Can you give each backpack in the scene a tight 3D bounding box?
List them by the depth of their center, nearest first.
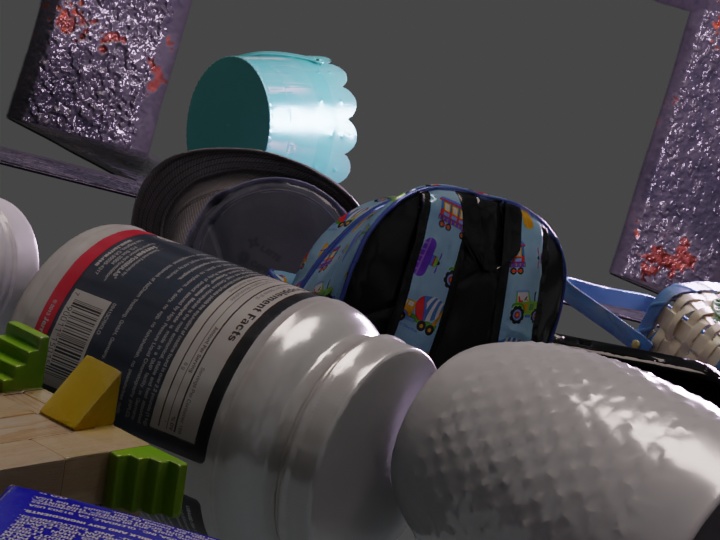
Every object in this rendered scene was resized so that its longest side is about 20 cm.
[{"bbox_3d":[0.025,0.041,1.605,0.182,0.201,0.134,12,7,-34],"label":"backpack"}]

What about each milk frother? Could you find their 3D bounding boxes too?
[{"bbox_3d":[0.000,0.000,1.782,0.180,0.200,0.188,32,-9,11],"label":"milk frother"}]

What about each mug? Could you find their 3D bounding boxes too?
[{"bbox_3d":[0.113,0.130,1.326,0.175,0.148,0.200,29,-26,31],"label":"mug"}]

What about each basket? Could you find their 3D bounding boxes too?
[{"bbox_3d":[0.290,0.070,2.401,0.200,0.140,0.176,33,15,35],"label":"basket"}]

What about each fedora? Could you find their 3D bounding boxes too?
[{"bbox_3d":[-0.086,-0.002,2.096,0.199,0.177,0.090,16,35,-9],"label":"fedora"}]

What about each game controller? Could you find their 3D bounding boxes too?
[{"bbox_3d":[0.169,0.096,1.981,0.199,0.105,0.042,11,33,-5],"label":"game controller"}]

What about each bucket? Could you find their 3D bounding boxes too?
[{"bbox_3d":[-0.115,-0.176,3.333,0.134,0.208,0.207,4,13,-39],"label":"bucket"}]

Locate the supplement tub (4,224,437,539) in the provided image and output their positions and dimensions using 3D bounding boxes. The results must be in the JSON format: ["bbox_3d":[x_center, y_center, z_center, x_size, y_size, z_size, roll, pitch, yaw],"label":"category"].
[{"bbox_3d":[-0.073,0.067,1.365,0.199,0.141,0.140,20,6,28],"label":"supplement tub"}]

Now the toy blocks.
[{"bbox_3d":[-0.196,0.083,1.185,0.200,0.100,0.136,22,19,40],"label":"toy blocks"}]

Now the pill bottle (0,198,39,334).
[{"bbox_3d":[-0.292,-0.009,1.596,0.115,0.116,0.200,21,6,35],"label":"pill bottle"}]

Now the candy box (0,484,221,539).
[{"bbox_3d":[-0.066,0.144,0.498,0.077,0.170,0.200,13,6,1],"label":"candy box"}]
